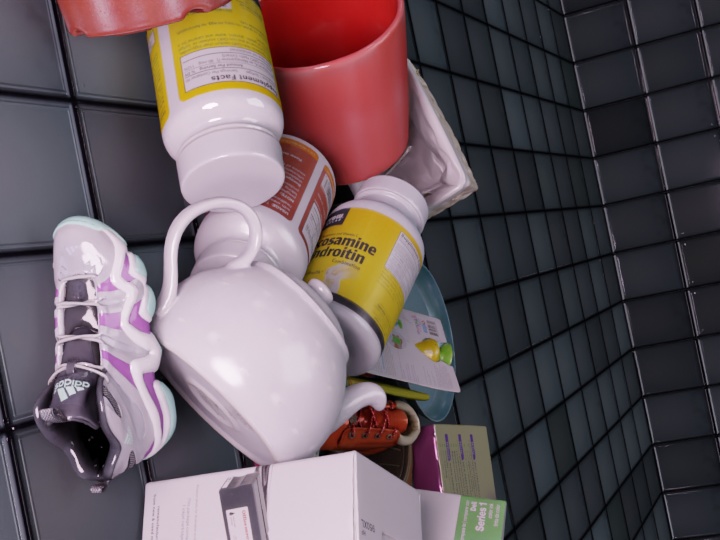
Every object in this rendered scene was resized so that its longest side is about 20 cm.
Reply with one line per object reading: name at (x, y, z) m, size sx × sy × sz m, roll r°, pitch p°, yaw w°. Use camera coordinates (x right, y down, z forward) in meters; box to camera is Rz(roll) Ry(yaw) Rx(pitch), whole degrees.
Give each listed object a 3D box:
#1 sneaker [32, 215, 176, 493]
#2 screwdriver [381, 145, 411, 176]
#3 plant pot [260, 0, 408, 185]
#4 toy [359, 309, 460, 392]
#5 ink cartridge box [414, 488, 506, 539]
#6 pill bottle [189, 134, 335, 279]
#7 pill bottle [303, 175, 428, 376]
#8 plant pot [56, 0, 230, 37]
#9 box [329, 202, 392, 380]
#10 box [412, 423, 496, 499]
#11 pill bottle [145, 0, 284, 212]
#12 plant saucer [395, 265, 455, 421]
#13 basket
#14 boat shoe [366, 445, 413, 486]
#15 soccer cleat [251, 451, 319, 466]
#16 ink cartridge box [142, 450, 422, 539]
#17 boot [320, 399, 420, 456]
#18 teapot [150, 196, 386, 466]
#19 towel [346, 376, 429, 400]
sneaker at (-0.206, 0.068, 0.922) m, size 0.140 × 0.077 × 0.202 m, roll -46°, pitch 121°, yaw -65°
screwdriver at (-0.007, -0.066, 1.393) m, size 0.200 × 0.028 × 0.029 m, roll -47°, pitch 160°, yaw -14°
plant pot at (-0.031, -0.206, 1.370) m, size 0.202 × 0.198 × 0.179 m, roll -78°, pitch 159°, yaw -46°
toy at (0.009, 0.085, 1.375) m, size 0.198 × 0.047 × 0.116 m, roll 12°, pitch 40°, yaw -22°
ink cartridge box at (0.036, 0.289, 1.197) m, size 0.084 × 0.197 × 0.146 m, roll -70°, pitch 164°, yaw -57°
pill bottle at (-0.097, -0.038, 1.200) m, size 0.201 × 0.111 × 0.113 m, roll -70°, pitch 142°, yaw -52°
pill bottle at (0.000, 0.000, 1.259) m, size 0.113 × 0.111 × 0.201 m, roll 60°, pitch 41°, yaw -37°
plant pot at (-0.195, -0.306, 1.016) m, size 0.201 × 0.198 × 0.197 m, roll -55°, pitch 138°, yaw -61°
box at (0.010, 0.032, 1.516) m, size 0.198 × 0.049 × 0.203 m, roll 15°, pitch 65°, yaw -65°
box at (0.094, 0.285, 1.526) m, size 0.200 × 0.096 × 0.178 m, roll 16°, pitch 64°, yaw -65°
pill bottle at (-0.132, -0.163, 1.134) m, size 0.114 × 0.113 × 0.202 m, roll 39°, pitch 34°, yaw -58°
plant saucer at (0.073, 0.089, 1.542) m, size 0.200 × 0.027 × 0.203 m, roll -10°, pitch 90°, yaw -67°
basket at (0.046, -0.155, 1.533) m, size 0.202 × 0.135 × 0.123 m, roll 64°, pitch 13°, yaw 10°
boat shoe at (0.025, 0.274, 1.409) m, size 0.068 × 0.071 × 0.202 m, roll 54°, pitch 41°, yaw -52°
soccer cleat at (-0.066, 0.164, 1.205) m, size 0.070 × 0.085 × 0.201 m, roll -71°, pitch 143°, yaw -52°
ink cartridge box at (-0.062, 0.220, 1.035) m, size 0.145 × 0.198 × 0.085 m, roll 41°, pitch 42°, yaw -56°
boot at (-0.009, 0.159, 1.326) m, size 0.200 × 0.106 × 0.076 m, roll 26°, pitch 57°, yaw -61°
teapot at (-0.082, 0.060, 1.051) m, size 0.146 × 0.197 × 0.200 m, roll -47°, pitch 163°, yaw -18°
towel at (-0.016, 0.120, 1.301) m, size 0.199 × 0.085 × 0.018 m, roll 16°, pitch 86°, yaw -50°
